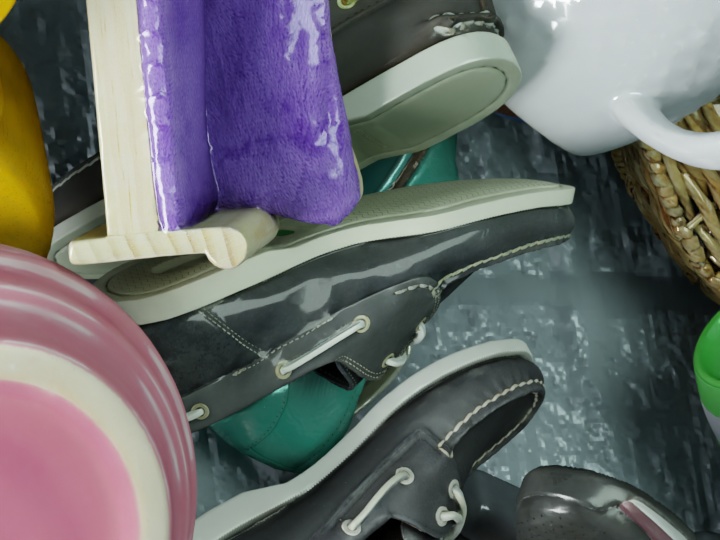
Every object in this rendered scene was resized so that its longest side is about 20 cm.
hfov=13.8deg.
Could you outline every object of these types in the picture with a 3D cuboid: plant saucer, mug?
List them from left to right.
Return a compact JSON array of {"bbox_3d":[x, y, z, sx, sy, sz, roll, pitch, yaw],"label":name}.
[{"bbox_3d":[-0.143,0.092,1.031,0.200,0.051,0.202,-8,107,-27],"label":"plant saucer"},{"bbox_3d":[0.126,-0.123,1.164,0.147,0.175,0.200,28,19,-47],"label":"mug"}]

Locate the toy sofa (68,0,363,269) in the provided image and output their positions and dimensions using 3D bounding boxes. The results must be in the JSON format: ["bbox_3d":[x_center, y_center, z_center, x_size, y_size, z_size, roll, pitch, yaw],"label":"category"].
[{"bbox_3d":[-0.058,-0.104,1.052,0.097,0.083,0.201,-4,96,7],"label":"toy sofa"}]

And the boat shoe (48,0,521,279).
[{"bbox_3d":[-0.038,-0.059,1.148,0.061,0.200,0.072,70,11,22],"label":"boat shoe"}]

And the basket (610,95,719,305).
[{"bbox_3d":[0.187,-0.059,1.341,0.143,0.149,0.200,-39,111,3],"label":"basket"}]

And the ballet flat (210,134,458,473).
[{"bbox_3d":[0.000,0.000,1.214,0.070,0.067,0.201,48,56,-30],"label":"ballet flat"}]

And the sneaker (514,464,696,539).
[{"bbox_3d":[0.099,0.176,1.170,0.116,0.075,0.200,-60,138,-34],"label":"sneaker"}]

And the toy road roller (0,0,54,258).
[{"bbox_3d":[-0.156,-0.073,1.045,0.146,0.200,0.123,25,31,-33],"label":"toy road roller"}]

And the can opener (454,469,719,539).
[{"bbox_3d":[0.109,0.129,1.261,0.199,0.053,0.067,26,29,-25],"label":"can opener"}]

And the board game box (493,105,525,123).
[{"bbox_3d":[0.084,-0.165,1.336,0.157,0.039,0.201,11,69,-32],"label":"board game box"}]

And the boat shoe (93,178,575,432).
[{"bbox_3d":[-0.005,0.009,1.137,0.199,0.072,0.068,-19,104,-24],"label":"boat shoe"}]

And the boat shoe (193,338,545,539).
[{"bbox_3d":[0.004,0.096,1.154,0.200,0.074,0.060,-31,61,-30],"label":"boat shoe"}]

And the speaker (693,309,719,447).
[{"bbox_3d":[0.217,0.098,1.285,0.089,0.088,0.200,-54,125,-34],"label":"speaker"}]
